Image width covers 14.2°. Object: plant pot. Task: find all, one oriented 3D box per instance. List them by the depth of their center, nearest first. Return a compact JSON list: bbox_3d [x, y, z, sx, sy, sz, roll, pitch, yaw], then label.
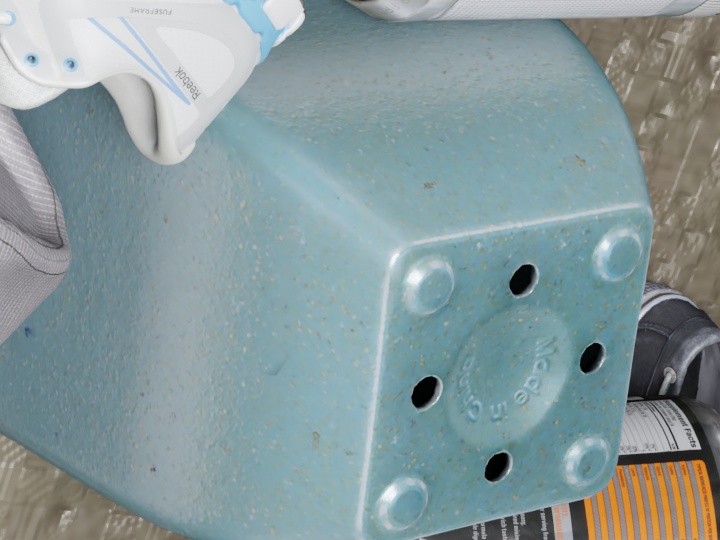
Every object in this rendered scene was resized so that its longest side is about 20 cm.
[{"bbox_3d":[0.000,0.000,1.065,0.195,0.200,0.197,-10,119,-33],"label":"plant pot"}]

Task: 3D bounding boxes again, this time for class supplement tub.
[{"bbox_3d":[0.084,0.115,1.204,0.199,0.123,0.123,-2,115,-15],"label":"supplement tub"}]

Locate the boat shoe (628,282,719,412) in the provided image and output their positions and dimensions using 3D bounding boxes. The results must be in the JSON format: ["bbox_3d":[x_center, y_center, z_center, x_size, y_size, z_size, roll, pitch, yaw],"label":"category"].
[{"bbox_3d":[0.142,0.106,1.313,0.071,0.068,0.201,-14,120,-31],"label":"boat shoe"}]

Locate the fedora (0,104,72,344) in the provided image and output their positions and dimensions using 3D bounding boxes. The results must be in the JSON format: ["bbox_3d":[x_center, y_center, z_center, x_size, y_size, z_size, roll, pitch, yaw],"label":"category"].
[{"bbox_3d":[-0.159,-0.026,0.938,0.090,0.177,0.200,-28,131,14],"label":"fedora"}]

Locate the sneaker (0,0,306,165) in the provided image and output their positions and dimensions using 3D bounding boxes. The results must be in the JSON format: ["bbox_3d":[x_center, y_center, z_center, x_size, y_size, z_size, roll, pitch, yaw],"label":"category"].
[{"bbox_3d":[-0.110,-0.101,0.914,0.200,0.075,0.087,34,82,-29],"label":"sneaker"}]

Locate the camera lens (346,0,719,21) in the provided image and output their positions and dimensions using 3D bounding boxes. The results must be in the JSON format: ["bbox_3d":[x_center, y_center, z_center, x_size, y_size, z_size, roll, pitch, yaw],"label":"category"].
[{"bbox_3d":[0.078,-0.171,1.044,0.199,0.160,0.161,-3,115,-24],"label":"camera lens"}]
